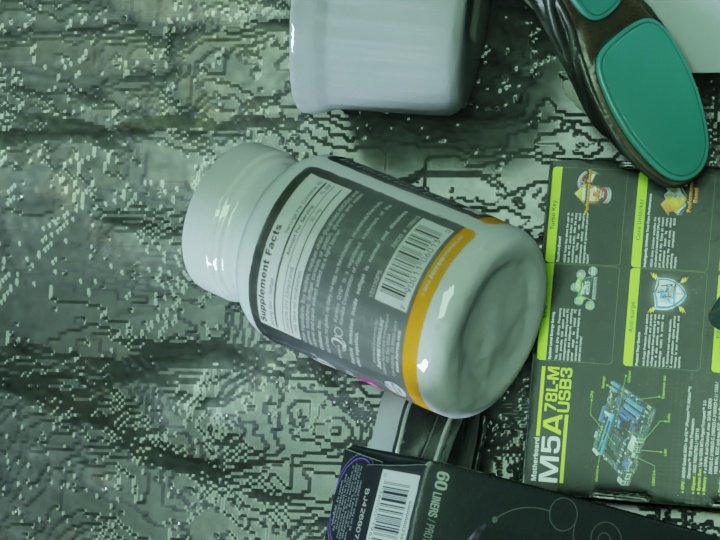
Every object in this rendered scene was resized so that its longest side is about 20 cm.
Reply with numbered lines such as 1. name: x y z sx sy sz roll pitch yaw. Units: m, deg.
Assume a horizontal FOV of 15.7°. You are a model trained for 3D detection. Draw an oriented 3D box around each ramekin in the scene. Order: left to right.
1. ramekin: 0.025 -0.185 1.515 0.097 0.200 0.202 8 83 7

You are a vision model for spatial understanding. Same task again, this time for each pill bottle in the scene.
1. pill bottle: 0.000 0.000 1.517 0.199 0.116 0.117 23 87 32

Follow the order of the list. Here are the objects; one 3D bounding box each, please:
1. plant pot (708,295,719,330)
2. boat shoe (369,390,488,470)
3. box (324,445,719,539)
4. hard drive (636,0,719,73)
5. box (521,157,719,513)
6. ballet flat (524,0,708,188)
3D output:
1. plant pot: 0.338 -0.027 1.397 0.195 0.196 0.201 30 71 -5
2. boat shoe: 0.038 0.162 1.518 0.068 0.074 0.201 4 73 29
3. box: 0.085 0.179 1.435 0.199 0.106 0.123 16 85 -25
4. hard drive: 0.169 -0.204 1.474 0.026 0.201 0.131 -40 27 -30
5. box: 0.197 0.040 1.512 0.192 0.047 0.202 3 83 17
6. ballet flat: 0.137 -0.138 1.506 0.068 0.068 0.201 -31 98 -22
